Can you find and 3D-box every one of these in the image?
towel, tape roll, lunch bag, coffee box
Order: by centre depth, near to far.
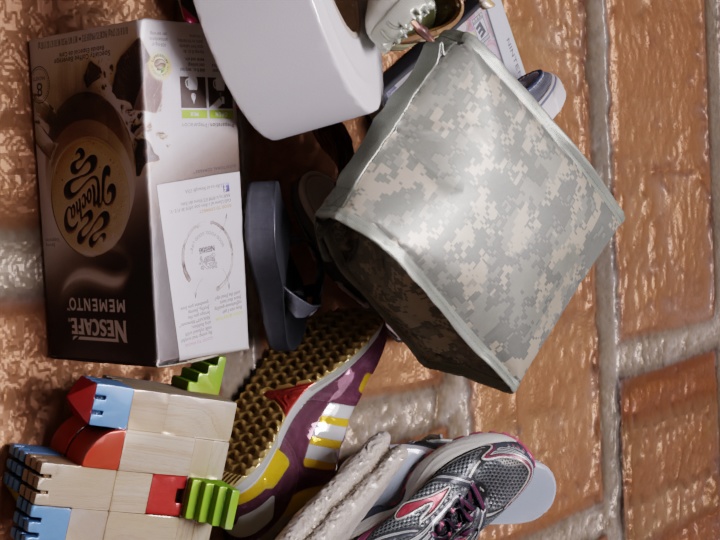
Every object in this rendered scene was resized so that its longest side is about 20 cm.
[{"bbox_3d":[-0.138,-0.047,0.841,0.079,0.112,0.204,-7,95,-49],"label":"coffee box"},{"bbox_3d":[-0.047,-0.187,0.844,0.202,0.070,0.206,-15,90,-78],"label":"tape roll"},{"bbox_3d":[-0.045,0.196,0.909,0.200,0.034,0.133,-39,164,-53],"label":"towel"},{"bbox_3d":[0.064,-0.043,0.924,0.165,0.117,0.200,-54,127,-17],"label":"lunch bag"}]

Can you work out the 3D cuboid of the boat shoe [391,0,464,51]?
[{"bbox_3d":[0.006,-0.205,1.037,0.199,0.073,0.077,-17,103,-48],"label":"boat shoe"}]

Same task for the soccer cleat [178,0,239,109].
[{"bbox_3d":[-0.096,-0.205,0.922,0.087,0.069,0.201,-54,128,-36],"label":"soccer cleat"}]

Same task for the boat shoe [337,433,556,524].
[{"bbox_3d":[0.064,0.169,1.111,0.196,0.068,0.075,0,103,-25],"label":"boat shoe"}]

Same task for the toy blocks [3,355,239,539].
[{"bbox_3d":[-0.161,0.144,0.842,0.135,0.099,0.203,13,90,-35],"label":"toy blocks"}]

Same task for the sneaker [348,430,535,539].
[{"bbox_3d":[0.056,0.202,1.036,0.199,0.075,0.081,-35,115,-11],"label":"sneaker"}]

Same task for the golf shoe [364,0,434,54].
[{"bbox_3d":[0.017,-0.223,0.899,0.097,0.078,0.201,33,40,-16],"label":"golf shoe"}]

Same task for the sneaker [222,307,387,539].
[{"bbox_3d":[-0.041,0.114,0.995,0.200,0.074,0.091,-47,132,-31],"label":"sneaker"}]

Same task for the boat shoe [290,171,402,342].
[{"bbox_3d":[0.000,0.000,1.050,0.200,0.056,0.068,41,40,-37],"label":"boat shoe"}]

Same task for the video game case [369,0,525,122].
[{"bbox_3d":[0.093,-0.120,1.176,0.200,0.025,0.183,-46,123,-39],"label":"video game case"}]

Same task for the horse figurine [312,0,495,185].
[{"bbox_3d":[0.013,-0.164,0.974,0.132,0.050,0.202,31,81,-27],"label":"horse figurine"}]

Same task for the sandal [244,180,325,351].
[{"bbox_3d":[-0.047,0.004,0.924,0.200,0.042,0.077,83,5,-71],"label":"sandal"}]

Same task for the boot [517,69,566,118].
[{"bbox_3d":[0.103,-0.142,1.120,0.091,0.072,0.200,57,41,-14],"label":"boot"}]
